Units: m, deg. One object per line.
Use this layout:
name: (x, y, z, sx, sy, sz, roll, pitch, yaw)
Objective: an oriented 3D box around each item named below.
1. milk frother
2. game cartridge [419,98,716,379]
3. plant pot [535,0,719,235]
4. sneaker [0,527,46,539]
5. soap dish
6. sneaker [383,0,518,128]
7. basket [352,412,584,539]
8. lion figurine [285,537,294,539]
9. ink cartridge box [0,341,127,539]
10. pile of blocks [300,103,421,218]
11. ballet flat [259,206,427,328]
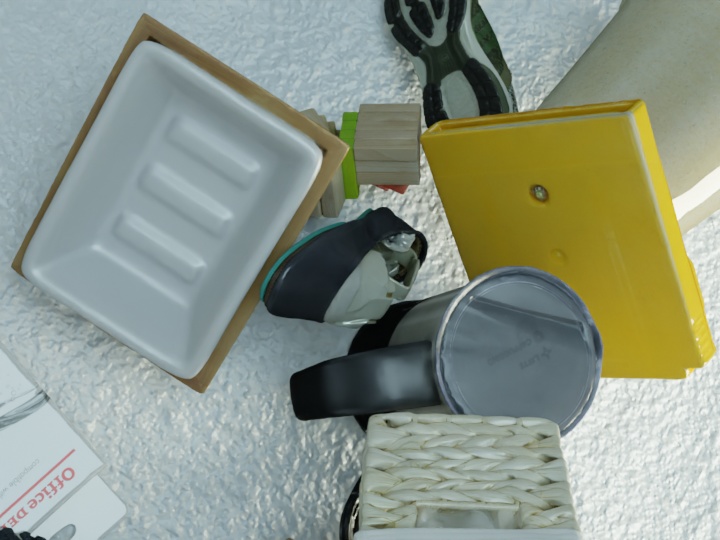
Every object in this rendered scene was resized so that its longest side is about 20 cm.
milk frother: (0.064, 0.118, 1.050, 0.180, 0.188, 0.201, -26, 91, -20)
game cartridge: (0.145, -0.016, 1.079, 0.032, 0.176, 0.201, -41, 119, -41)
plant pot: (0.221, -0.111, 1.125, 0.183, 0.200, 0.201, -40, 95, -23)
sneaker: (-0.182, 0.228, 0.975, 0.200, 0.077, 0.087, 36, 80, -45)
soap dish: (-0.118, -0.044, 1.020, 0.157, 0.081, 0.200, 32, 108, 2)
sneaker: (0.078, -0.166, 1.173, 0.088, 0.077, 0.201, 16, 58, -57)
basket: (0.061, 0.192, 0.953, 0.135, 0.201, 0.124, 2, 43, 0)
lion figurine: (-0.045, 0.263, 0.992, 0.122, 0.200, 0.073, -24, 123, 2)
ink cartridge box: (-0.248, 0.120, 1.008, 0.116, 0.067, 0.200, -43, 97, -19)
pile of blocks: (-0.044, -0.065, 1.119, 0.199, 0.082, 0.062, -15, 130, -11)
ballet flat: (0.000, 0.000, 1.053, 0.073, 0.200, 0.073, 4, 103, 19)
